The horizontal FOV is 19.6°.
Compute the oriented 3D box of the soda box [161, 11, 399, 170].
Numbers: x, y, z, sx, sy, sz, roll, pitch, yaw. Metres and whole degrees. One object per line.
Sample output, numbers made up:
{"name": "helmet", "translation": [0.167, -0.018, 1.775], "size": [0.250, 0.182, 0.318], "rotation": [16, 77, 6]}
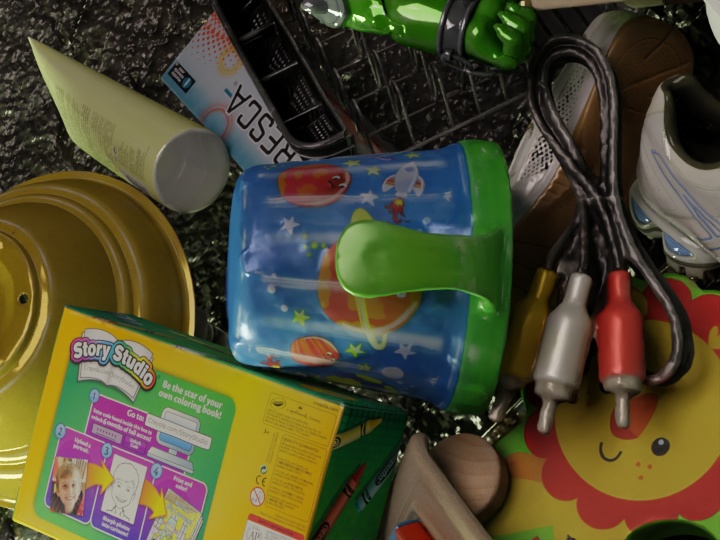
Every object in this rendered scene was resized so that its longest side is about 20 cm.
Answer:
{"name": "soda box", "translation": [-0.031, -0.072, 1.207], "size": [0.068, 0.063, 0.200], "rotation": [-49, 52, 9]}

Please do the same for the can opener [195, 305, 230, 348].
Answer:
{"name": "can opener", "translation": [-0.134, 0.114, 1.202], "size": [0.053, 0.067, 0.201], "rotation": [13, 73, 37]}

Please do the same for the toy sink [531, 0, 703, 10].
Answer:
{"name": "toy sink", "translation": [0.176, -0.193, 1.063], "size": [0.129, 0.200, 0.113], "rotation": [-3, 100, 26]}

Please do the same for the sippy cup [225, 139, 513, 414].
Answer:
{"name": "sippy cup", "translation": [0.000, 0.000, 1.028], "size": [0.129, 0.178, 0.140], "rotation": [3, 51, -6]}

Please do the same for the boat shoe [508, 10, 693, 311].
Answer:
{"name": "boat shoe", "translation": [0.109, -0.043, 1.105], "size": [0.201, 0.070, 0.069], "rotation": [-63, 25, 7]}

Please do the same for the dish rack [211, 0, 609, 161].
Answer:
{"name": "dish rack", "translation": [0.033, -0.135, 1.151], "size": [0.199, 0.055, 0.154], "rotation": [-25, 50, -5]}

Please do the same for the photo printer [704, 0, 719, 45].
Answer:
{"name": "photo printer", "translation": [0.242, -0.111, 0.869], "size": [0.166, 0.069, 0.201], "rotation": [-41, 54, 14]}

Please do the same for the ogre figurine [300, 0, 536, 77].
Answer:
{"name": "ogre figurine", "translation": [0.034, -0.175, 1.089], "size": [0.119, 0.098, 0.201], "rotation": [4, 62, 3]}

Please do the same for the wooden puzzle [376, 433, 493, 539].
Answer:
{"name": "wooden puzzle", "translation": [0.038, 0.210, 1.011], "size": [0.200, 0.037, 0.186], "rotation": [56, 139, 38]}

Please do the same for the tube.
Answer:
{"name": "tube", "translation": [-0.147, -0.088, 1.262], "size": [0.200, 0.052, 0.058], "rotation": [29, 105, 53]}

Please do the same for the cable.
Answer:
{"name": "cable", "translation": [0.116, -0.019, 1.019], "size": [0.096, 0.050, 0.202], "rotation": [2, 85, 21]}

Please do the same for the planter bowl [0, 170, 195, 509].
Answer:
{"name": "planter bowl", "translation": [-0.199, 0.030, 1.181], "size": [0.199, 0.083, 0.202], "rotation": [-8, 73, 26]}

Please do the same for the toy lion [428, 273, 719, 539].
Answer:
{"name": "toy lion", "translation": [0.139, 0.107, 1.029], "size": [0.191, 0.069, 0.201], "rotation": [-36, 55, 9]}

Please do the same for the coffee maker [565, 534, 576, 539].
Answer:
{"name": "coffee maker", "translation": [0.223, 0.129, 0.875], "size": [0.200, 0.192, 0.135], "rotation": [-45, 37, 9]}

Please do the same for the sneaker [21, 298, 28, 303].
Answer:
{"name": "sneaker", "translation": [-0.254, 0.104, 1.274], "size": [0.077, 0.091, 0.201], "rotation": [29, 89, 37]}

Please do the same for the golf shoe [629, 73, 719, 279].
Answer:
{"name": "golf shoe", "translation": [0.205, -0.023, 0.995], "size": [0.078, 0.098, 0.200], "rotation": [-37, 50, -24]}

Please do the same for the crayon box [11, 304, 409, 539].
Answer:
{"name": "crayon box", "translation": [-0.081, 0.100, 1.063], "size": [0.199, 0.058, 0.120], "rotation": [17, 94, 37]}
